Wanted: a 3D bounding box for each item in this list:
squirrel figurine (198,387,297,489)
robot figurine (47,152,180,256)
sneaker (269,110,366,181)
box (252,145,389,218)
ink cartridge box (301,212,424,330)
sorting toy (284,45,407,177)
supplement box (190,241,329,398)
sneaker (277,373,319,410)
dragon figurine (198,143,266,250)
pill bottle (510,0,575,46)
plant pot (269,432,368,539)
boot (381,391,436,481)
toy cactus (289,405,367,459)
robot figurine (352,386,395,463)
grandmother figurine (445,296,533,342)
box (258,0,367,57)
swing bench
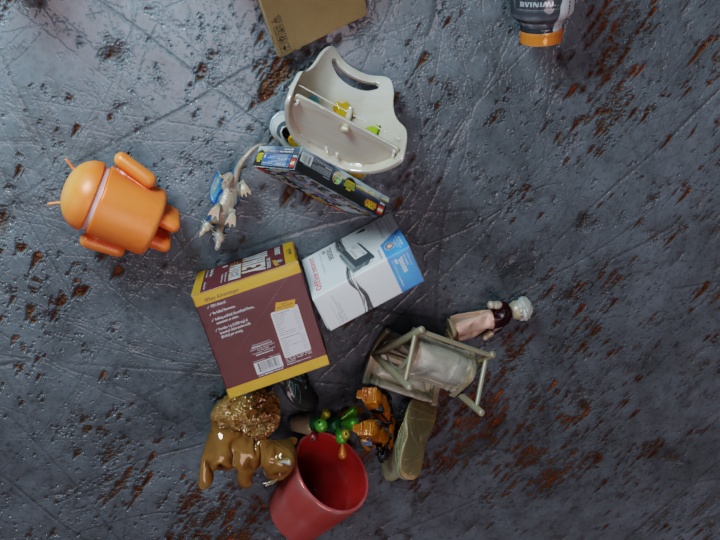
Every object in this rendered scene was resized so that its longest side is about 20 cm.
[{"bbox_3d":[-0.218,0.348,1.320,0.181,0.142,0.206,10,101,3],"label":"squirrel figurine"},{"bbox_3d":[-0.391,-0.103,1.037,0.196,0.120,0.143,23,147,-26],"label":"robot figurine"},{"bbox_3d":[-0.067,-0.198,1.095,0.196,0.071,0.074,23,112,-26],"label":"sneaker"},{"bbox_3d":[-0.065,-0.146,1.066,0.197,0.135,0.041,24,85,-38],"label":"box"},{"bbox_3d":[0.000,0.000,1.186,0.196,0.146,0.085,-28,122,2],"label":"ink cartridge box"},{"bbox_3d":[-0.019,-0.264,1.016,0.196,0.184,0.107,24,151,-16],"label":"sorting toy"},{"bbox_3d":[-0.180,0.086,1.169,0.192,0.133,0.205,-18,109,-4],"label":"supplement box"},{"bbox_3d":[-0.137,0.213,1.317,0.079,0.076,0.201,-36,123,5],"label":"sneaker"},{"bbox_3d":[-0.226,-0.132,1.098,0.058,0.099,0.205,18,95,-22],"label":"dragon figurine"},{"bbox_3d":[0.291,-0.466,1.015,0.103,0.107,0.205,-12,122,-8],"label":"pill bottle"},{"bbox_3d":[-0.104,0.496,1.434,0.197,0.203,0.179,22,122,-25],"label":"plant pot"},{"bbox_3d":[0.108,0.380,1.474,0.071,0.205,0.156,18,156,-8],"label":"boot"},{"bbox_3d":[-0.074,0.342,1.388,0.160,0.199,0.106,-4,88,21],"label":"toy cactus"},{"bbox_3d":[0.034,0.328,1.384,0.056,0.149,0.201,1,153,14],"label":"robot figurine"},{"bbox_3d":[0.281,0.102,1.380,0.195,0.062,0.122,-16,150,-9],"label":"grandmother figurine"},{"bbox_3d":[-0.074,-0.418,0.928,0.160,0.022,0.201,-27,154,-4],"label":"box"},{"bbox_3d":[0.139,0.204,1.335,0.195,0.199,0.133,21,77,-24],"label":"swing bench"}]
